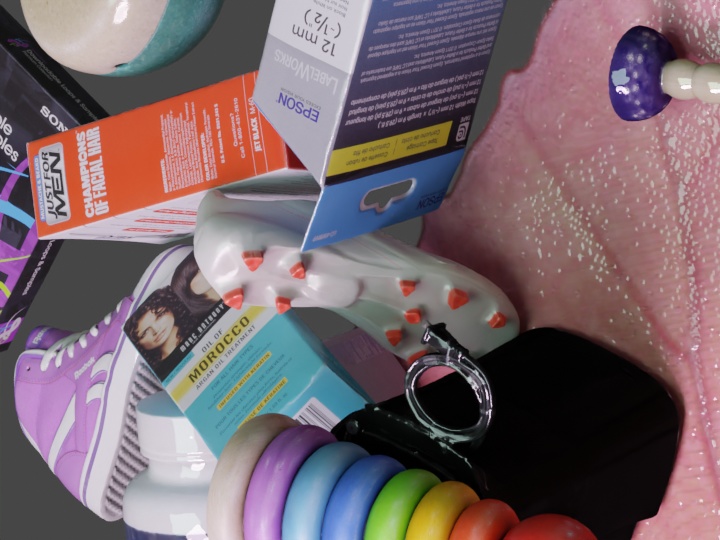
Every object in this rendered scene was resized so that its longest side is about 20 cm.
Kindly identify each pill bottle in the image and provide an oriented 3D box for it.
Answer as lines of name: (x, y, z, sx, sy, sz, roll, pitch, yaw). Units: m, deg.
pill bottle: (-0.085, 0.174, 1.710, 0.111, 0.111, 0.201, 3, 105, 36)

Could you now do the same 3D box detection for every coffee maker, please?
coffee maker: (0.081, 0.105, 1.508, 0.135, 0.200, 0.192, 48, 126, 14)

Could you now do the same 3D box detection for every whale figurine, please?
whale figurine: (-0.134, -0.211, 1.662, 0.159, 0.103, 0.201, -25, 63, 48)

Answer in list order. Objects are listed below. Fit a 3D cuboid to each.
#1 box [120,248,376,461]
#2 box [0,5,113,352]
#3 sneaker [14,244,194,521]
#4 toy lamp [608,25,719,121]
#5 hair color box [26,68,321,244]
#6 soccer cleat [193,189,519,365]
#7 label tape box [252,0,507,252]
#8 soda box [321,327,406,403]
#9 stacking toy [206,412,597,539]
box: (-0.065, 0.055, 1.604, 0.082, 0.049, 0.200, -47, 31, 1)
box: (-0.245, -0.062, 1.813, 0.143, 0.036, 0.200, 44, 123, 19)
sneaker: (-0.163, 0.048, 1.761, 0.114, 0.073, 0.201, 41, 122, 27)
toy lamp: (0.223, -0.091, 1.436, 0.199, 0.058, 0.058, 12, 110, 34)
hair color box: (-0.084, -0.064, 1.637, 0.200, 0.111, 0.064, -15, 80, 38)
soccer cleat: (0.000, 0.000, 1.574, 0.069, 0.199, 0.078, -58, 29, 30)
label tape box: (0.012, -0.122, 1.527, 0.066, 0.143, 0.201, 30, 117, 27)
soda box: (0.026, 0.134, 1.644, 0.200, 0.063, 0.068, 54, 128, 12)
stacking toy: (0.026, 0.129, 1.380, 0.199, 0.085, 0.086, 12, 110, 30)
